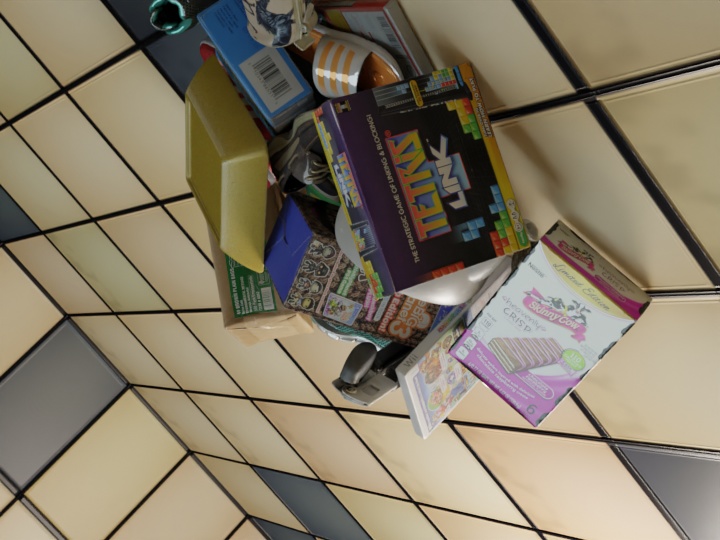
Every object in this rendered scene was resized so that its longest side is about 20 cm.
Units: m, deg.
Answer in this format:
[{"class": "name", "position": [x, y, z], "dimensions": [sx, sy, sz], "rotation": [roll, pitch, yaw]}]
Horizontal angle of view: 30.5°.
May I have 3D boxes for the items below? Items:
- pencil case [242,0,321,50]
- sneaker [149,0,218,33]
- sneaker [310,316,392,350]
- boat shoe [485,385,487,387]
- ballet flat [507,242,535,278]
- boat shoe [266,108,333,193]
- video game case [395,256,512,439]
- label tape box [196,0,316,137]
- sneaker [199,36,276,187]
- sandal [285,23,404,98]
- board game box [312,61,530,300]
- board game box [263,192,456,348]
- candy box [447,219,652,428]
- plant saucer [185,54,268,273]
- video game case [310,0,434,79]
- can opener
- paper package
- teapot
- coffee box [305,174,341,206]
[{"class": "pencil case", "position": [-0.089, -0.323, 1.350], "dimensions": [0.089, 0.078, 0.200], "rotation": [28, 149, 26]}, {"class": "sneaker", "position": [-0.221, -0.318, 1.570], "dimensions": [0.078, 0.091, 0.200], "rotation": [50, 158, -11]}, {"class": "sneaker", "position": [0.016, 0.059, 1.729], "dimensions": [0.200, 0.078, 0.091], "rotation": [24, 148, 19]}, {"class": "boat shoe", "position": [0.160, 0.092, 1.691], "dimensions": [0.060, 0.072, 0.202], "rotation": [11, 145, 46]}, {"class": "ballet flat", "position": [0.211, 0.048, 1.555], "dimensions": [0.067, 0.046, 0.200], "rotation": [27, 152, 38]}, {"class": "boat shoe", "position": [-0.045, -0.135, 1.503], "dimensions": [0.200, 0.074, 0.074], "rotation": [-25, 76, 65]}, {"class": "video game case", "position": [0.124, 0.093, 1.579], "dimensions": [0.018, 0.200, 0.143], "rotation": [31, 155, 32]}, {"class": "label tape box", "position": [-0.115, -0.233, 1.541], "dimensions": [0.144, 0.063, 0.200], "rotation": [55, 179, 2]}, {"class": "sneaker", "position": [-0.158, -0.193, 1.673], "dimensions": [0.200, 0.112, 0.071], "rotation": [48, 163, -11]}, {"class": "sandal", "position": [-0.037, -0.222, 1.438], "dimensions": [0.206, 0.059, 0.079], "rotation": [29, 154, 33]}, {"class": "board game box", "position": [0.062, -0.091, 1.319], "dimensions": [0.057, 0.165, 0.201], "rotation": [-19, 90, 65]}, {"class": "board game box", "position": [0.000, 0.000, 1.580], "dimensions": [0.199, 0.097, 0.159], "rotation": [18, -164, -21]}, {"class": "candy box", "position": [0.206, 0.062, 1.455], "dimensions": [0.136, 0.061, 0.200], "rotation": [40, 128, 7]}, {"class": "plant saucer", "position": [-0.170, -0.126, 1.601], "dimensions": [0.200, 0.048, 0.200], "rotation": [97, 152, -43]}, {"class": "video game case", "position": [0.004, -0.233, 1.450], "dimensions": [0.200, 0.017, 0.143], "rotation": [13, 143, 52]}, {"class": "can opener", "position": [0.036, 0.104, 1.545], "dimensions": [0.053, 0.200, 0.067], "rotation": [29, 119, 21]}, {"class": "paper package", "position": [-0.140, -0.011, 1.806], "dimensions": [0.191, 0.103, 0.201], "rotation": [62, -163, -78]}, {"class": "teapot", "position": [0.074, -0.068, 1.463], "dimensions": [0.199, 0.146, 0.198], "rotation": [21, -159, -12]}, {"class": "coffee box", "position": [-0.019, -0.111, 1.673], "dimensions": [0.123, 0.044, 0.200], "rotation": [32, 156, 28]}]
